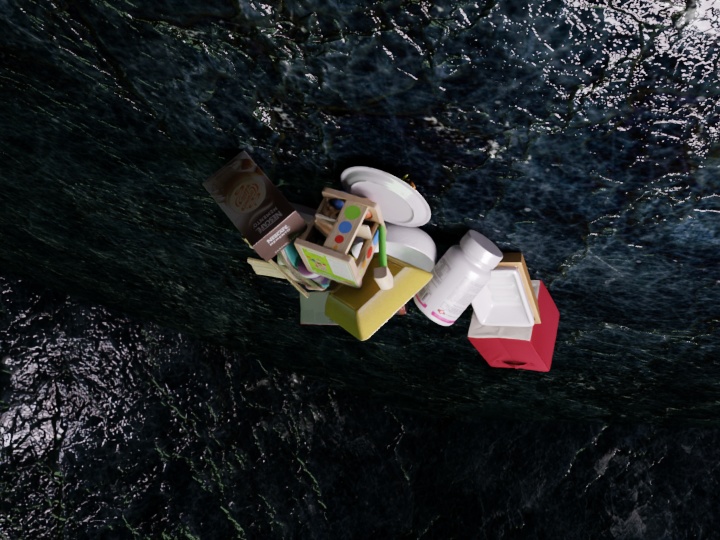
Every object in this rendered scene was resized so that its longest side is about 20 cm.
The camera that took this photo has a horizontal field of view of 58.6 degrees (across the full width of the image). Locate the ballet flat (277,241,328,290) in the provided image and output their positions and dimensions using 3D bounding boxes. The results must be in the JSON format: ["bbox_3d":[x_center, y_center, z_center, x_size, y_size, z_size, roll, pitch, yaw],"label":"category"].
[{"bbox_3d":[-0.145,-0.017,1.435,0.067,0.068,0.200,-5,139,33],"label":"ballet flat"}]

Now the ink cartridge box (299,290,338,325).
[{"bbox_3d":[-0.027,0.091,1.600,0.175,0.085,0.199,-1,178,-35],"label":"ink cartridge box"}]

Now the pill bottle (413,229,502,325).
[{"bbox_3d":[0.218,0.016,1.429,0.113,0.114,0.200,24,116,-28],"label":"pill bottle"}]

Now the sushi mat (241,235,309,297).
[{"bbox_3d":[-0.195,-0.010,1.469,0.200,0.012,0.096,44,172,-17],"label":"sushi mat"}]

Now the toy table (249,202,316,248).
[{"bbox_3d":[-0.159,-0.082,1.540,0.199,0.118,0.184,12,160,5],"label":"toy table"}]

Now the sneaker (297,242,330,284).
[{"bbox_3d":[-0.063,-0.052,1.430,0.080,0.201,0.089,12,154,35],"label":"sneaker"}]

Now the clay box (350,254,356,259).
[{"bbox_3d":[0.000,0.000,1.625,0.115,0.048,0.200,32,-179,7],"label":"clay box"}]

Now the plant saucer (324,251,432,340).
[{"bbox_3d":[0.023,0.036,1.341,0.049,0.200,0.200,54,167,-26],"label":"plant saucer"}]

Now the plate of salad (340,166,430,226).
[{"bbox_3d":[0.053,-0.154,1.294,0.199,0.048,0.200,23,161,8],"label":"plate of salad"}]

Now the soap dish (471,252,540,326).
[{"bbox_3d":[0.334,0.043,1.528,0.156,0.081,0.201,-1,133,33],"label":"soap dish"}]

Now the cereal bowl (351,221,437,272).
[{"bbox_3d":[0.082,-0.062,1.484,0.199,0.084,0.200,11,161,4],"label":"cereal bowl"}]

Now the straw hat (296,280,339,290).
[{"bbox_3d":[-0.134,-0.022,1.702,0.200,0.086,0.201,17,-169,-3],"label":"straw hat"}]

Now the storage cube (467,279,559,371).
[{"bbox_3d":[0.400,0.138,1.669,0.170,0.201,0.180,0,150,34],"label":"storage cube"}]

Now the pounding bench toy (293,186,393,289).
[{"bbox_3d":[0.000,-0.061,1.291,0.199,0.157,0.124,19,159,19],"label":"pounding bench toy"}]

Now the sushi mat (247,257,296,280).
[{"bbox_3d":[-0.175,0.005,1.570,0.199,0.012,0.096,10,162,11],"label":"sushi mat"}]

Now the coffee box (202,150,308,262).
[{"bbox_3d":[-0.212,-0.131,1.296,0.200,0.114,0.080,47,175,26],"label":"coffee box"}]

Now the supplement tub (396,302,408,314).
[{"bbox_3d":[0.031,0.075,1.808,0.199,0.108,0.107,-4,157,10],"label":"supplement tub"}]
